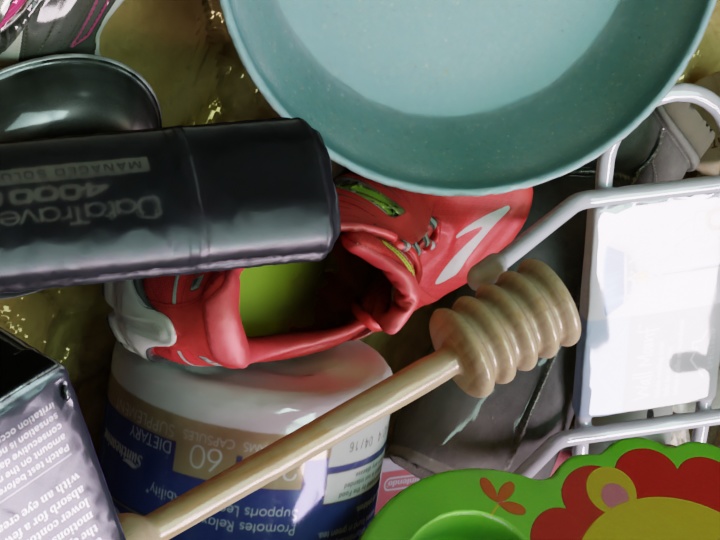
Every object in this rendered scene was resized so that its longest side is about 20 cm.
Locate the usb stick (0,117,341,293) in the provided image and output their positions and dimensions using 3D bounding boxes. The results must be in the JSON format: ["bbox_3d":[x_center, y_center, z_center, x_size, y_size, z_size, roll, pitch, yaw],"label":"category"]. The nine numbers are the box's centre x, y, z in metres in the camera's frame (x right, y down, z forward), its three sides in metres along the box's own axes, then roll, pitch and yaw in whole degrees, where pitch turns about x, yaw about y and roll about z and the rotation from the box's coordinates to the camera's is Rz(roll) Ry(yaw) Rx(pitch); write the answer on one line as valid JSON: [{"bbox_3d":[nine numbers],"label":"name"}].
[{"bbox_3d":[-0.102,-0.020,0.934,0.200,0.033,0.056,-6,73,-21],"label":"usb stick"}]

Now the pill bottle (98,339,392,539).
[{"bbox_3d":[-0.054,0.124,1.075,0.111,0.111,0.200,-6,111,-40],"label":"pill bottle"}]

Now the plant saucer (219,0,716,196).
[{"bbox_3d":[0.039,-0.129,1.016,0.200,0.036,0.200,-3,103,-14],"label":"plant saucer"}]

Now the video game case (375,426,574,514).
[{"bbox_3d":[0.038,0.171,1.242,0.143,0.017,0.200,-3,110,-41],"label":"video game case"}]

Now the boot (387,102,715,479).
[{"bbox_3d":[0.061,-0.008,1.149,0.182,0.073,0.200,39,82,-42],"label":"boot"}]

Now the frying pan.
[{"bbox_3d":[-0.135,-0.044,0.954,0.115,0.031,0.190,-39,147,4],"label":"frying pan"}]

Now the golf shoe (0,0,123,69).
[{"bbox_3d":[-0.086,-0.162,0.960,0.200,0.077,0.088,-57,142,4],"label":"golf shoe"}]

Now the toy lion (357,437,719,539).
[{"bbox_3d":[0.090,0.139,1.036,0.192,0.200,0.069,-65,-177,-36],"label":"toy lion"}]

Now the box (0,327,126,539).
[{"bbox_3d":[-0.156,0.113,0.956,0.104,0.148,0.200,-35,129,-27],"label":"box"}]

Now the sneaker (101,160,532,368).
[{"bbox_3d":[0.000,0.000,1.027,0.200,0.085,0.077,-21,114,-38],"label":"sneaker"}]

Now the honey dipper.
[{"bbox_3d":[-0.010,0.056,0.991,0.200,0.038,0.038,-28,125,-18],"label":"honey dipper"}]

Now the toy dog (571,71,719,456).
[{"bbox_3d":[0.176,0.013,1.232,0.132,0.096,0.200,6,98,-45],"label":"toy dog"}]

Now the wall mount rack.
[{"bbox_3d":[0.108,0.030,1.113,0.174,0.075,0.200,-8,117,-20],"label":"wall mount rack"}]
